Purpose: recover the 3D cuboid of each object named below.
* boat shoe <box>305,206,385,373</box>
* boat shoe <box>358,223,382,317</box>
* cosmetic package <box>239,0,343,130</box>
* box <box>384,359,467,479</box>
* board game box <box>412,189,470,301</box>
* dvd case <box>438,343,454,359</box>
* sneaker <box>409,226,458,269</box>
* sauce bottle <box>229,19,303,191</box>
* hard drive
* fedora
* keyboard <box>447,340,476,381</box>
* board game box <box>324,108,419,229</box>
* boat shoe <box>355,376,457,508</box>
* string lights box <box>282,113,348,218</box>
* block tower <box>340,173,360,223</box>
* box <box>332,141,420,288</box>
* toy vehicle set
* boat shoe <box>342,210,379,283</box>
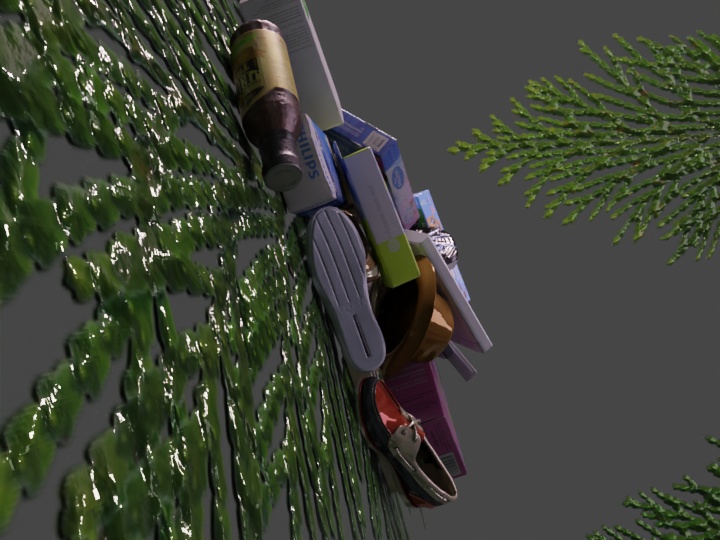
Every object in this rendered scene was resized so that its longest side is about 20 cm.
[{"bbox_3d":[-0.025,0.026,1.075,0.062,0.071,0.204,171,-95,-70],"label":"boat shoe"},{"bbox_3d":[0.000,0.000,1.327,0.201,0.067,0.076,-85,179,-56],"label":"boat shoe"},{"bbox_3d":[-0.094,-0.295,1.236,0.108,0.083,0.202,-102,171,-60],"label":"cosmetic package"},{"bbox_3d":[0.083,0.203,1.393,0.177,0.095,0.202,67,7,-47],"label":"box"},{"bbox_3d":[0.097,-0.028,1.560,0.150,0.036,0.203,-11,-75,53],"label":"board game box"},{"bbox_3d":[0.070,0.069,1.512,0.152,0.025,0.199,58,-17,-18],"label":"dvd case"},{"bbox_3d":[0.093,-0.028,1.475,0.199,0.075,0.078,24,-50,54],"label":"sneaker"},{"bbox_3d":[-0.093,-0.169,0.914,0.065,0.064,0.202,65,8,-54],"label":"sauce bottle"},{"bbox_3d":[0.118,0.029,1.372,0.202,0.027,0.132,59,-14,-18],"label":"hard drive"},{"bbox_3d":[0.079,0.076,1.296,0.081,0.202,0.202,21,28,-19],"label":"fedora"},{"bbox_3d":[0.122,0.101,1.500,0.201,0.011,0.056,51,-15,11],"label":"keyboard"},{"bbox_3d":[-0.006,-0.174,1.435,0.199,0.043,0.200,34,-16,30],"label":"board game box"},{"bbox_3d":[0.055,0.211,1.099,0.202,0.062,0.071,64,35,-21],"label":"boat shoe"},{"bbox_3d":[-0.063,-0.125,1.122,0.200,0.058,0.105,-13,85,-85],"label":"string lights box"},{"bbox_3d":[-0.018,-0.072,1.474,0.201,0.053,0.058,66,8,-49],"label":"block tower"},{"bbox_3d":[0.019,-0.078,1.203,0.122,0.047,0.203,167,-98,-88],"label":"box"},{"bbox_3d":[0.021,0.177,1.191,0.124,0.026,0.203,-85,157,-78],"label":"toy vehicle set"},{"bbox_3d":[-0.021,-0.036,1.202,0.200,0.070,0.078,-124,-154,-71],"label":"boat shoe"}]
